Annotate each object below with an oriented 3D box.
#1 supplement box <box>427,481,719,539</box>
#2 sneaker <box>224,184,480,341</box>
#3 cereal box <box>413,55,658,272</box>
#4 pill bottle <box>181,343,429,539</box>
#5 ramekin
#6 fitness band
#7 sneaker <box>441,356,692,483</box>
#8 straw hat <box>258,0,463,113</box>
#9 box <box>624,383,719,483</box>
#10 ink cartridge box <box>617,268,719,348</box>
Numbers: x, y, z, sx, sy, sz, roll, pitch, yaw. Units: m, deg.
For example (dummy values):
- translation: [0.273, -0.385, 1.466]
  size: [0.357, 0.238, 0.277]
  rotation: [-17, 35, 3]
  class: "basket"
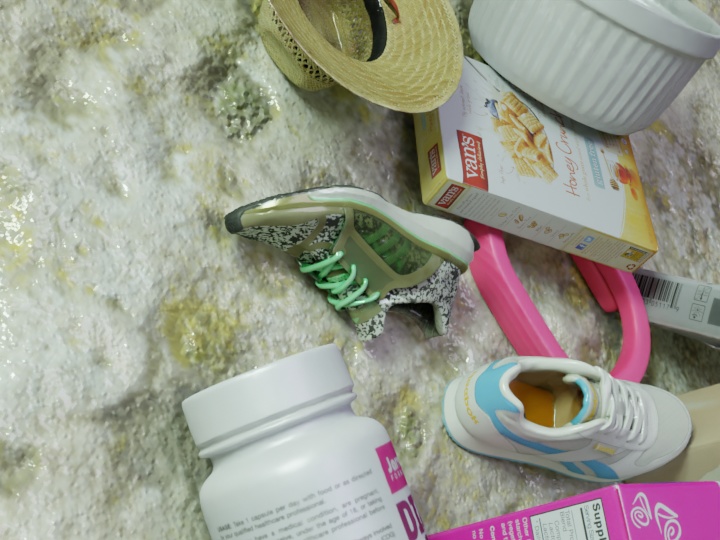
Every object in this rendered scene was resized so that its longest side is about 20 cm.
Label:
- translation: [0.117, 0.195, 0.701]
  size: [0.101, 0.200, 0.103]
  rotation: [8, 66, -40]
  class: "supplement box"
- translation: [0.000, 0.000, 0.781]
  size: [0.200, 0.077, 0.089]
  rotation: [13, 71, -35]
  class: "sneaker"
- translation: [0.134, -0.087, 0.922]
  size: [0.200, 0.040, 0.144]
  rotation: [17, 49, -26]
  class: "cereal box"
- translation: [-0.022, 0.150, 0.657]
  size: [0.113, 0.113, 0.200]
  rotation: [-16, 82, -45]
  class: "pill bottle"
- translation: [0.182, -0.196, 0.959]
  size: [0.200, 0.105, 0.200]
  rotation: [24, 25, -12]
  class: "ramekin"
- translation: [0.160, 0.013, 0.940]
  size: [0.144, 0.037, 0.200]
  rotation: [-38, 97, -45]
  class: "fitness band"
- translation: [0.162, 0.106, 0.842]
  size: [0.200, 0.081, 0.077]
  rotation: [8, 68, -25]
  class: "sneaker"
- translation: [-0.025, -0.177, 0.825]
  size: [0.201, 0.085, 0.201]
  rotation: [24, 51, -33]
  class: "straw hat"
- translation: [0.308, 0.133, 0.902]
  size: [0.078, 0.200, 0.095]
  rotation: [54, 45, -9]
  class: "box"
- translation: [0.342, 0.051, 1.001]
  size: [0.200, 0.162, 0.057]
  rotation: [12, 92, -36]
  class: "ink cartridge box"
